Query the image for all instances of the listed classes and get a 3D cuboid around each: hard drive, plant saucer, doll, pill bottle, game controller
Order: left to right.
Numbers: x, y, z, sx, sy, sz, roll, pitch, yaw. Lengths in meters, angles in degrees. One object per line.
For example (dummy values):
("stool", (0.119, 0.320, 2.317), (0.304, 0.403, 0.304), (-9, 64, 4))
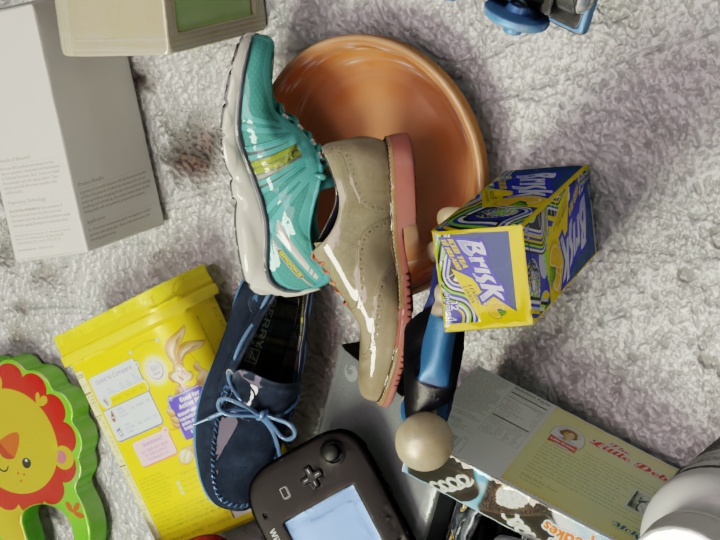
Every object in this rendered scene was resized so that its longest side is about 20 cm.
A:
("game controller", (-0.004, 0.223, 1.554), (0.104, 0.042, 0.201), (-29, 81, 5))
("plant saucer", (0.012, -0.080, 1.557), (0.199, 0.037, 0.201), (10, 109, 29))
("hard drive", (0.013, 0.175, 1.609), (0.139, 0.033, 0.201), (37, 122, 41))
("doll", (0.053, 0.049, 1.429), (0.048, 0.201, 0.137), (14, 143, -1))
("pill bottle", (0.252, 0.172, 1.375), (0.110, 0.200, 0.111), (11, 111, 30))

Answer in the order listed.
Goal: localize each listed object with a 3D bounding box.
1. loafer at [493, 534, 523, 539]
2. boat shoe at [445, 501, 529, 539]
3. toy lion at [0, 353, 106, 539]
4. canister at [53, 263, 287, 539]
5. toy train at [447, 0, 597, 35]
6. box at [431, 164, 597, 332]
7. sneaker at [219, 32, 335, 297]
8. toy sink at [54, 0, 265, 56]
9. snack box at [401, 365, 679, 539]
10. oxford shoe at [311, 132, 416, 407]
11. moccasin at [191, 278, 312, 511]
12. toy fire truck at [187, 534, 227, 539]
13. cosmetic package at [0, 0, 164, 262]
("loafer", (0.147, 0.262, 1.485), (0.072, 0.063, 0.200), (10, 152, 44))
("boat shoe", (0.089, 0.232, 1.553), (0.070, 0.091, 0.201), (8, 110, 1))
("toy lion", (-0.294, 0.182, 1.821), (0.192, 0.069, 0.200), (-45, 78, 26))
("canister", (-0.147, 0.115, 1.686), (0.148, 0.086, 0.201), (-25, 91, 35))
("toy train", (0.087, -0.229, 1.418), (0.199, 0.114, 0.087), (28, 120, 24))
("box", (0.108, -0.019, 1.409), (0.064, 0.200, 0.071), (-3, 103, 19))
("sneaker", (-0.056, -0.081, 1.548), (0.079, 0.078, 0.201), (-7, 104, 12))
("toy sink", (-0.153, -0.269, 1.552), (0.111, 0.130, 0.201), (2, 104, 32))
("snack box", (0.143, 0.149, 1.474), (0.199, 0.116, 0.037), (27, 123, 15))
("oxford shoe", (0.000, 0.000, 1.509), (0.074, 0.070, 0.201), (-1, 97, -7))
("moccasin", (-0.083, 0.085, 1.597), (0.068, 0.080, 0.201), (-3, 79, 65))
("toy fire truck", (-0.122, 0.281, 1.668), (0.167, 0.200, 0.113), (-24, 51, 26))
("cosmetic package", (-0.236, -0.118, 1.663), (0.084, 0.107, 0.201), (-7, 98, 35))
